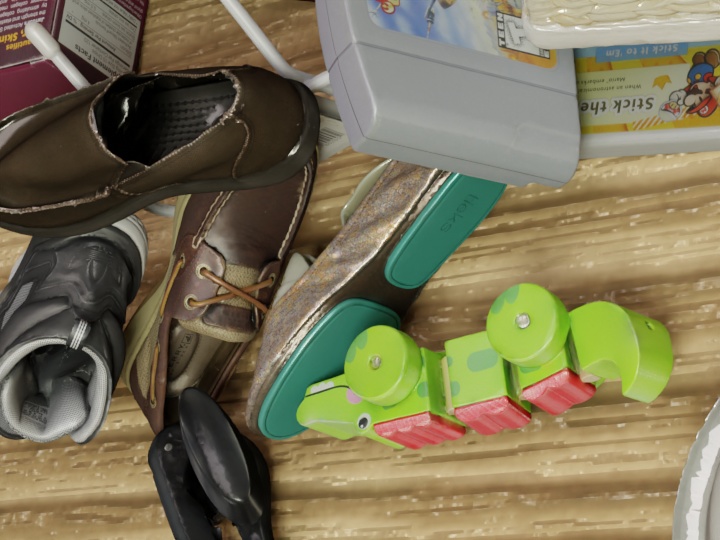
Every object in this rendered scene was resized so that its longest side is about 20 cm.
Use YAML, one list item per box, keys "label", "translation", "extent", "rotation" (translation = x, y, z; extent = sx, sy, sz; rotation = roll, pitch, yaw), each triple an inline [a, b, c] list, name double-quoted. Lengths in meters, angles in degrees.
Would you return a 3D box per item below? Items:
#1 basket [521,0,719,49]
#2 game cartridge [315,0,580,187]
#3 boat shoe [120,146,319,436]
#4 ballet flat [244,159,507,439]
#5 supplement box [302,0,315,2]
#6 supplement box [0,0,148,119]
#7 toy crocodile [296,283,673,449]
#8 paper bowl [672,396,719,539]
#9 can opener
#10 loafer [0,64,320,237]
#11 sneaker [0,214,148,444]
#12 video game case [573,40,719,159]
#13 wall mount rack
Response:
- label: "basket"
  translation: [0.160, -0.228, 0.750]
  extent: [0.199, 0.161, 0.199]
  rotation: [-4, 69, 13]
- label: "game cartridge"
  translation: [0.042, -0.144, 0.820]
  extent: [0.042, 0.133, 0.201]
  rotation: [-39, 46, 52]
- label: "boat shoe"
  translation: [-0.072, 0.011, 0.866]
  extent: [0.200, 0.072, 0.072]
  rotation: [-57, 37, 29]
- label: "ballet flat"
  translation: [0.000, 0.000, 0.857]
  extent: [0.200, 0.068, 0.067]
  rotation: [-49, 48, 8]
- label: "supplement box"
  translation: [-0.106, -0.230, 0.975]
  extent: [0.199, 0.061, 0.109]
  rotation: [6, 72, 4]
- label: "supplement box"
  translation: [-0.203, -0.200, 1.068]
  extent: [0.110, 0.086, 0.201]
  rotation: [-6, 67, 32]
- label: "toy crocodile"
  translation: [0.058, 0.055, 0.794]
  extent: [0.199, 0.067, 0.062]
  rotation: [-17, 62, 28]
- label: "paper bowl"
  translation: [0.219, 0.105, 0.641]
  extent: [0.200, 0.104, 0.202]
  rotation: [-15, 63, 31]
- label: "can opener"
  translation: [-0.060, 0.159, 0.834]
  extent: [0.063, 0.079, 0.201]
  rotation: [-26, 66, 5]
- label: "loafer"
  translation: [-0.121, -0.071, 0.810]
  extent: [0.199, 0.071, 0.073]
  rotation: [-12, 67, 22]
- label: "sneaker"
  translation: [-0.179, 0.057, 0.898]
  extent: [0.114, 0.075, 0.200]
  rotation: [-85, 21, -45]
- label: "video game case"
  translation: [0.122, -0.146, 0.864]
  extent: [0.199, 0.023, 0.183]
  rotation: [-1, 70, 33]
- label: "wall mount rack"
  translation: [-0.071, -0.100, 0.867]
  extent: [0.199, 0.173, 0.075]
  rotation: [-26, 63, 37]
